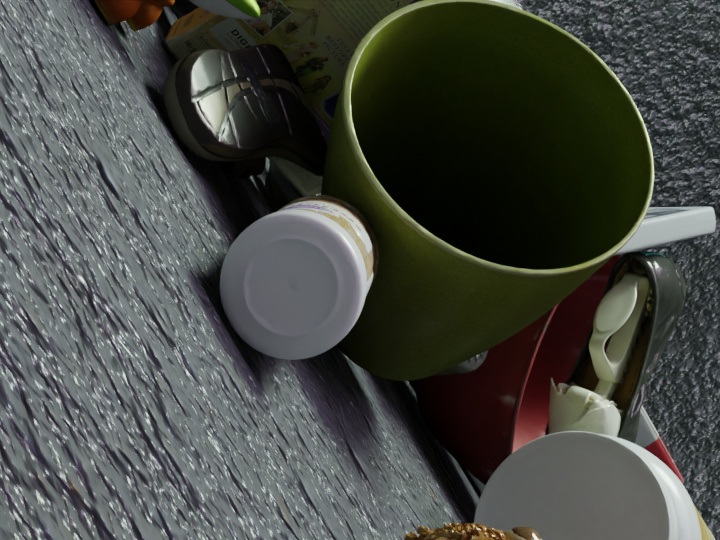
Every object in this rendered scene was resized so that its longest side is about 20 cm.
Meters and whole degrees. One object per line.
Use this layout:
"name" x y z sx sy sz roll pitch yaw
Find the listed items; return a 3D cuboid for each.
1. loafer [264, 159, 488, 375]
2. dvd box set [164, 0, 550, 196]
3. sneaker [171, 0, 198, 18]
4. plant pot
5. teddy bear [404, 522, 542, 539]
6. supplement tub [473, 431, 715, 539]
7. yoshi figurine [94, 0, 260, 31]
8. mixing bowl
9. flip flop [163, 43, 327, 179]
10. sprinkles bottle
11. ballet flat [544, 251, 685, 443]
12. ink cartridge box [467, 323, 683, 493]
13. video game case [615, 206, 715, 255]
"loafer" 0.000 0.000 1.486 0.200 0.069 0.075 50 43 -9
"dvd box set" -0.001 -0.136 1.354 0.146 0.199 0.030 46 38 -25
"sneaker" -0.104 -0.214 1.467 0.079 0.075 0.201 48 11 -51
"plant pot" 0.048 -0.025 1.310 0.188 0.186 0.200 62 -32 22
"teddy bear" 0.098 0.208 1.181 0.201 0.066 0.145 60 2 -8
"supplement tub" 0.151 0.186 1.407 0.145 0.144 0.200 62 5 25
"yoshi figurine" -0.069 -0.219 1.197 0.112 0.199 0.113 53 8 -47
"mixing bowl" 0.106 0.066 1.608 0.108 0.202 0.200 17 -15 23
"flip flop" -0.071 -0.085 1.286 0.082 0.057 0.200 65 20 6
"sprinkles bottle" -0.027 0.000 1.111 0.069 0.068 0.200 59 4 -2
"ballet flat" 0.165 0.076 1.538 0.068 0.202 0.068 13 -13 34
"ink cartridge box" 0.141 0.110 1.752 0.201 0.144 0.084 59 3 -16
"video game case" 0.126 -0.027 1.564 0.199 0.180 0.024 -12 100 -54
